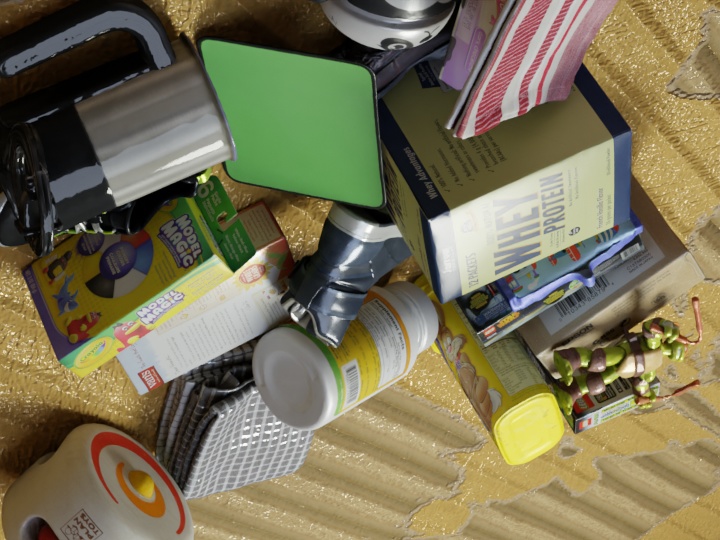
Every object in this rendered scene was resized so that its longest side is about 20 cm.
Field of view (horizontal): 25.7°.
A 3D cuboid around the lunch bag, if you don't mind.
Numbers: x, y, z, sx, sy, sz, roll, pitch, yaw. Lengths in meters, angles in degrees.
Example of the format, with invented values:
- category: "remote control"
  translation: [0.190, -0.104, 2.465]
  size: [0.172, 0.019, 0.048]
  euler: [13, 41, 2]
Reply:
- category: "lunch bag"
  translation: [0.179, -0.057, 1.583]
  size: [0.150, 0.200, 0.094]
  euler: [-31, 147, 0]

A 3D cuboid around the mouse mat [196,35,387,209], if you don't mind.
- category: "mouse mat"
  translation: [-0.058, -0.128, 1.393]
  size: [0.160, 0.008, 0.200]
  euler: [12, 146, 12]

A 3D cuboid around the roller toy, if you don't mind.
- category: "roller toy"
  translation: [-0.272, 0.263, 1.668]
  size: [0.140, 0.200, 0.182]
  euler: [-41, 131, 15]

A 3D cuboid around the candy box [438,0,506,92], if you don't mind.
- category: "candy box"
  translation: [0.164, -0.253, 1.350]
  size: [0.200, 0.071, 0.168]
  euler: [-44, 161, -38]

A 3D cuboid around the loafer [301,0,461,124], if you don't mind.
- category: "loafer"
  translation: [0.021, -0.204, 1.404]
  size: [0.200, 0.072, 0.063]
  euler: [-30, 128, -7]

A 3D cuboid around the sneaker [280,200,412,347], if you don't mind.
- category: "sneaker"
  translation: [-0.002, -0.001, 1.575]
  size: [0.202, 0.077, 0.147]
  euler: [-4, 123, -62]

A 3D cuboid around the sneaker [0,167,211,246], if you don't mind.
- category: "sneaker"
  translation: [-0.227, -0.063, 1.370]
  size: [0.199, 0.083, 0.072]
  euler: [-26, 146, -6]

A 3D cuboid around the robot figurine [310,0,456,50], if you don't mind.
- category: "robot figurine"
  translation: [0.034, -0.270, 1.259]
  size: [0.150, 0.125, 0.200]
  euler: [11, 136, -6]

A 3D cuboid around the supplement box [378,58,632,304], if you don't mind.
- category: "supplement box"
  translation: [0.116, -0.115, 1.458]
  size: [0.199, 0.200, 0.134]
  euler: [-24, 145, -8]

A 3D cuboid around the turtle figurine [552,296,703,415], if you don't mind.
- category: "turtle figurine"
  translation: [0.287, 0.090, 1.682]
  size: [0.161, 0.065, 0.200]
  euler: [-15, 149, -9]

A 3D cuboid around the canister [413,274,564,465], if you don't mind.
- category: "canister"
  translation: [0.143, 0.103, 1.764]
  size: [0.086, 0.200, 0.149]
  euler: [-29, 147, -3]

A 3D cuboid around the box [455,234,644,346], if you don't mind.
- category: "box"
  translation: [0.181, -0.028, 1.681]
  size: [0.200, 0.137, 0.040]
  euler: [-32, 147, 2]

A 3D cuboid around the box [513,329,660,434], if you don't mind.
- category: "box"
  translation: [0.247, 0.082, 1.818]
  size: [0.110, 0.200, 0.035]
  euler: [-22, 146, -10]

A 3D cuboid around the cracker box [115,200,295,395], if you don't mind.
- category: "cracker box"
  translation: [-0.159, 0.029, 1.567]
  size: [0.199, 0.058, 0.134]
  euler: [-27, 147, -7]

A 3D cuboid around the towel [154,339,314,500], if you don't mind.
- category: "towel"
  translation: [-0.129, 0.166, 1.746]
  size: [0.165, 0.086, 0.200]
  euler: [-10, 142, -29]

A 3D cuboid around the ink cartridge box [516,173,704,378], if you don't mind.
- category: "ink cartridge box"
  translation: [0.248, -0.006, 1.734]
  size: [0.200, 0.165, 0.075]
  euler: [-36, 144, 8]

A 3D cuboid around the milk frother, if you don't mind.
- category: "milk frother"
  translation: [-0.196, -0.097, 1.248]
  size: [0.188, 0.200, 0.181]
  euler: [-25, 142, -9]

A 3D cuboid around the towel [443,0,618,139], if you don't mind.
- category: "towel"
  translation: [0.149, -0.184, 1.276]
  size: [0.200, 0.023, 0.144]
  euler: [-27, 148, -54]

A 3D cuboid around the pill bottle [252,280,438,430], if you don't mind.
- category: "pill bottle"
  translation: [-0.010, 0.082, 1.672]
  size: [0.200, 0.111, 0.111]
  euler: [-27, 153, -44]

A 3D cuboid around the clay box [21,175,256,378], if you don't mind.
- category: "clay box"
  translation: [-0.202, -0.006, 1.437]
  size: [0.200, 0.115, 0.048]
  euler: [-35, 146, 6]
